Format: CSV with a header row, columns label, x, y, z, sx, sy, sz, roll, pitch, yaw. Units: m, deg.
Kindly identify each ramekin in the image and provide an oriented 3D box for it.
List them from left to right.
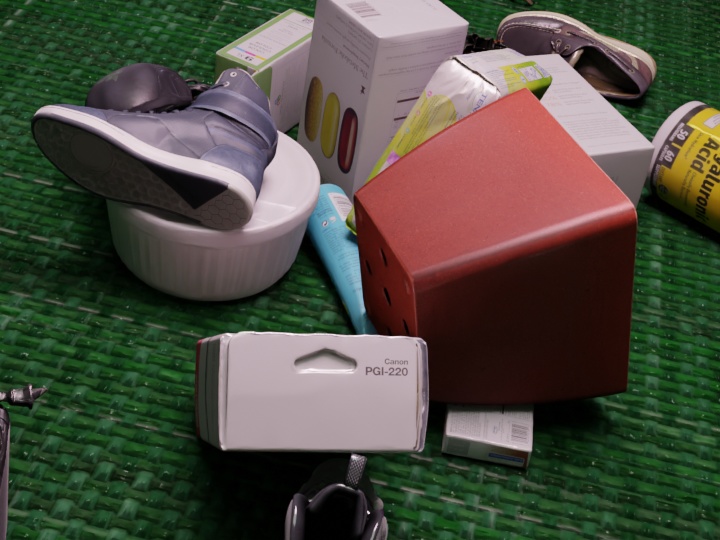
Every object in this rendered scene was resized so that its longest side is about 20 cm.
label,x,y,z,sx,sy,sz,roll,pitch,yaw
ramekin,-0.140,-0.055,1.288,0.202,0.094,0.203,7,35,-5

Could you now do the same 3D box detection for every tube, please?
label,x,y,z,sx,sy,sz,roll,pitch,yaw
tube,0.000,0.000,1.291,0.077,0.050,0.200,-11,46,-21

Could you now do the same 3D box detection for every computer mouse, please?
label,x,y,z,sx,sy,sz,roll,pitch,yaw
computer mouse,-0.219,-0.164,1.341,0.138,0.053,0.200,-24,4,3

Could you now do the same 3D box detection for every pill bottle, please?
label,x,y,z,sx,sy,sz,roll,pitch,yaw
pill bottle,0.402,-0.086,1.447,0.200,0.111,0.111,34,42,31

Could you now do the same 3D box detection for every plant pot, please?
label,x,y,z,sx,sy,sz,roll,pitch,yaw
plant pot,0.100,-0.003,1.164,0.176,0.200,0.200,-16,41,-13

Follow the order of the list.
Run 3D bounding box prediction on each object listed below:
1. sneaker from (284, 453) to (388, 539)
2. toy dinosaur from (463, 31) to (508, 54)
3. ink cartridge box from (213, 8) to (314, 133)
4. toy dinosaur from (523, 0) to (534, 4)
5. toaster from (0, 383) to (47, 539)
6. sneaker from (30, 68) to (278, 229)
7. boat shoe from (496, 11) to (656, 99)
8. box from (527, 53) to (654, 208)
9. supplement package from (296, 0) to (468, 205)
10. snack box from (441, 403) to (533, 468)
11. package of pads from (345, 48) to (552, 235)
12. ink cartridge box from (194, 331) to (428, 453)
label,x,y,z,sx,sy,sz,roll,pitch,yaw
sneaker,-0.013,0.170,0.967,0.078,0.140,0.200,8,36,-2
toy dinosaur,0.093,-0.241,1.611,0.136,0.102,0.200,21,56,43
ink cartridge box,-0.108,-0.191,1.474,0.059,0.104,0.200,24,38,19
toy dinosaur,0.189,-0.394,1.884,0.101,0.058,0.200,20,26,39
toaster,-0.319,0.168,0.915,0.200,0.119,0.181,5,37,-6
sneaker,-0.170,-0.125,1.217,0.202,0.077,0.146,21,48,-1
boat shoe,0.257,-0.257,1.684,0.200,0.072,0.065,22,32,6
box,0.197,-0.137,1.479,0.124,0.098,0.200,-8,40,-23
supplement package,0.017,-0.174,1.399,0.109,0.200,0.114,-15,41,-31
snack box,0.114,0.090,1.209,0.072,0.024,0.200,10,36,2
package of pads,0.080,-0.110,1.295,0.068,0.200,0.154,38,25,14
ink cartridge box,-0.043,0.089,1.032,0.145,0.085,0.200,2,-6,-11
